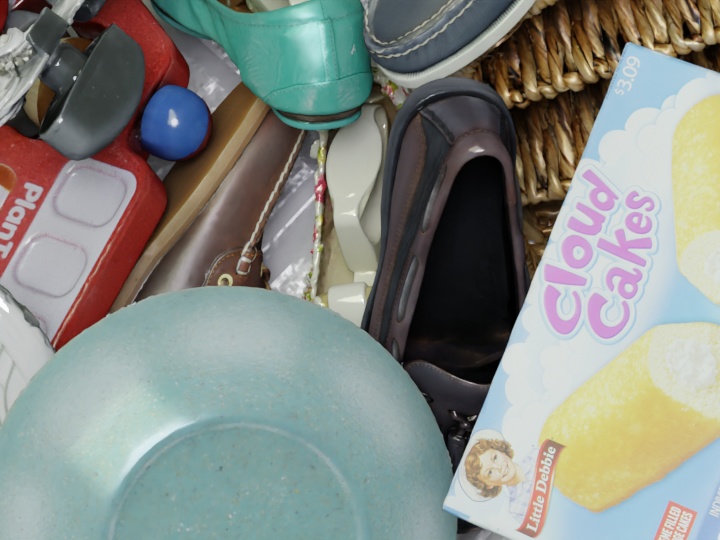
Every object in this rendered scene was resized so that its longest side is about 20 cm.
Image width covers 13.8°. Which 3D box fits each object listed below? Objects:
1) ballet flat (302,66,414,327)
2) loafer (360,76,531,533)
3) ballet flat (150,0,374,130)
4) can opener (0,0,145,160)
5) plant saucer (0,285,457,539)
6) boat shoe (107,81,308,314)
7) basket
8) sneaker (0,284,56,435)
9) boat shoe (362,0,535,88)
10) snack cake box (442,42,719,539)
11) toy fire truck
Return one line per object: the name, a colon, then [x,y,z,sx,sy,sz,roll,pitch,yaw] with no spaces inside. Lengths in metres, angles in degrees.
ballet flat: [0.000,0.000,1.304,0.075,0.064,0.201,-7,69,14]
loafer: [0.038,0.024,1.220,0.071,0.201,0.063,-4,23,-10]
ballet flat: [-0.045,-0.128,1.320,0.067,0.071,0.200,-10,27,-21]
can opener: [-0.109,-0.126,1.296,0.053,0.066,0.201,-34,26,49]
plant saucer: [-0.053,0.108,1.182,0.200,0.039,0.203,-2,98,-12]
boat shoe: [-0.077,0.007,1.331,0.070,0.070,0.201,35,86,-15]
basket: [0.134,-0.092,1.251,0.199,0.143,0.150,-14,66,13]
sneaker: [-0.153,0.070,1.211,0.099,0.078,0.200,-45,92,-8]
boat shoe: [0.062,-0.163,1.192,0.200,0.062,0.075,-48,55,12]
snack cake box: [0.126,0.025,1.171,0.114,0.067,0.201,21,90,24]
toy fire truck: [-0.152,-0.049,1.328,0.167,0.112,0.201,21,72,30]
